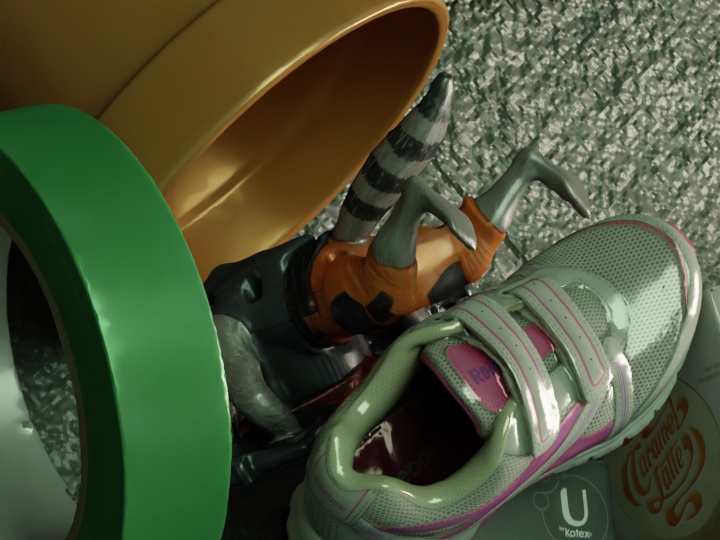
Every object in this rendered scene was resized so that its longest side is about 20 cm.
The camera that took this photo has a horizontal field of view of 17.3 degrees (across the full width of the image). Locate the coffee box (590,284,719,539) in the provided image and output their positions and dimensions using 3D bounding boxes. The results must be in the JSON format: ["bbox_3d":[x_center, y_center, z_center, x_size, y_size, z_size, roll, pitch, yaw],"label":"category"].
[{"bbox_3d":[0.135,0.086,1.036,0.080,0.200,0.115,-7,76,-33],"label":"coffee box"}]

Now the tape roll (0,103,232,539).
[{"bbox_3d":[-0.122,0.039,0.901,0.048,0.200,0.201,-14,80,-34],"label":"tape roll"}]

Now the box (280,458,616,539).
[{"bbox_3d":[0.041,0.186,0.990,0.106,0.122,0.200,6,70,-27],"label":"box"}]

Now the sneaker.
[{"bbox_3d":[0.058,0.046,0.912,0.200,0.088,0.081,-42,74,-14],"label":"sneaker"}]

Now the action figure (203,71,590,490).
[{"bbox_3d":[0.000,0.000,1.006,0.105,0.193,0.200,56,31,-4],"label":"action figure"}]

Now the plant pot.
[{"bbox_3d":[-0.081,-0.088,0.989,0.140,0.200,0.200,47,54,11],"label":"plant pot"}]
